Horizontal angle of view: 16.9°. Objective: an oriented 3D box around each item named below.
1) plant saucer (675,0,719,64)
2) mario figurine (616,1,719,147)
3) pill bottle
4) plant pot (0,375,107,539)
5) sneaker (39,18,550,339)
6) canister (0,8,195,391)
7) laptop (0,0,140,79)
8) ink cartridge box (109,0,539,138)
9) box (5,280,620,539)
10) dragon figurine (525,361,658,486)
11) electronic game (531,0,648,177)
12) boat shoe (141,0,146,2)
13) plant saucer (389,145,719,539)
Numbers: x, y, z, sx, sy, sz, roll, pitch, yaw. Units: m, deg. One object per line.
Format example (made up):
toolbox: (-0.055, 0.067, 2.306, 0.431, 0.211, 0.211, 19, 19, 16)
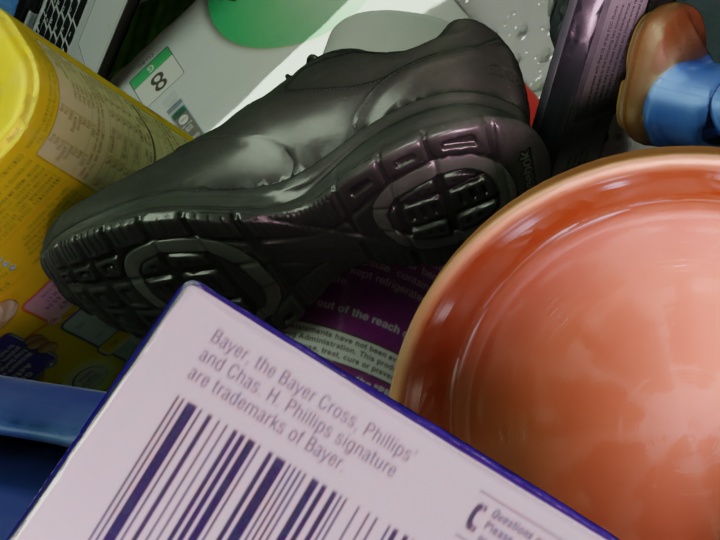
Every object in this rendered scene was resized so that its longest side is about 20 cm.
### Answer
plant saucer: (0.221, -0.137, 0.952, 0.201, 0.039, 0.201, -22, 49, 27)
mario figurine: (0.195, -0.056, 0.829, 0.200, 0.123, 0.106, 19, 116, 39)
pill bottle: (0.000, 0.000, 0.974, 0.112, 0.112, 0.200, -2, 61, 38)
plant pot: (-0.136, 0.151, 0.921, 0.200, 0.200, 0.180, 5, 56, 41)
sneaker: (-0.025, -0.034, 0.900, 0.200, 0.076, 0.091, -16, 44, 15)
canister: (-0.130, -0.013, 0.997, 0.149, 0.200, 0.087, -42, 56, 10)
laptop: (-0.181, -0.181, 1.190, 0.187, 0.116, 0.200, -64, 28, 27)
ink cartridge box: (-0.020, -0.075, 1.097, 0.161, 0.050, 0.200, -42, 41, 7)
box: (-0.009, 0.110, 0.711, 0.105, 0.184, 0.200, -58, 0, -17)
dragon figurine: (0.062, 0.076, 0.879, 0.200, 0.099, 0.059, -37, 43, 12)
electronic game: (0.096, -0.115, 0.945, 0.042, 0.200, 0.200, 18, 67, 4)
boat shoe: (-0.059, -0.204, 1.214, 0.201, 0.061, 0.072, -39, 80, 30)
plant saucer: (0.109, 0.055, 0.807, 0.200, 0.200, 0.032, -34, 9, 14)
